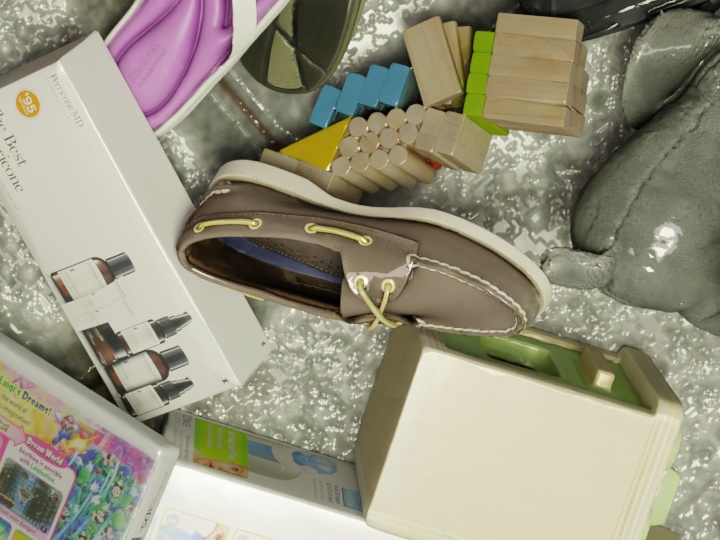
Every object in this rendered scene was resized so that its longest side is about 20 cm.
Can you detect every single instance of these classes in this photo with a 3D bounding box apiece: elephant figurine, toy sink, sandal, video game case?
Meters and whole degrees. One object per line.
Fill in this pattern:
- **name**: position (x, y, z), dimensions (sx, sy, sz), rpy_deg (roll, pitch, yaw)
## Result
- **elephant figurine**: position (0.196, -0.077, 1.282), dimensions (0.141, 0.155, 0.201), rpy_deg (24, 109, -7)
- **toy sink**: position (0.108, 0.097, 1.325), dimensions (0.199, 0.130, 0.113), rpy_deg (18, 102, -6)
- **sandal**: position (-0.081, -0.148, 1.272), dimensions (0.082, 0.050, 0.203), rpy_deg (32, 115, 4)
- **video game case**: position (-0.207, 0.131, 1.315), dimensions (0.199, 0.024, 0.183), rpy_deg (29, 103, 28)
- **sandal**: position (-0.007, -0.188, 1.291), dimensions (0.080, 0.057, 0.202), rpy_deg (35, 118, 8)

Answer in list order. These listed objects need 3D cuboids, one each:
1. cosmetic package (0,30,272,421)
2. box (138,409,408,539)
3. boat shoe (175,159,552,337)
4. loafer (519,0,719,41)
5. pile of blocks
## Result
- **cosmetic package**: position (-0.134, -0.020, 1.309), dimensions (0.082, 0.051, 0.201), rpy_deg (-22, 105, 28)
- **box**: position (-0.029, 0.164, 1.341), dimensions (0.199, 0.113, 0.102), rpy_deg (18, 100, -6)
- **boat shoe**: position (0.000, 0.000, 1.261), dimensions (0.199, 0.060, 0.072), rpy_deg (18, 140, 19)
- **loafer**: position (0.181, -0.168, 1.302), dimensions (0.199, 0.068, 0.071), rpy_deg (-14, 125, -4)
- **pile of blocks**: position (0.037, -0.083, 1.313), dimensions (0.199, 0.062, 0.083), rpy_deg (-19, 73, 18)
